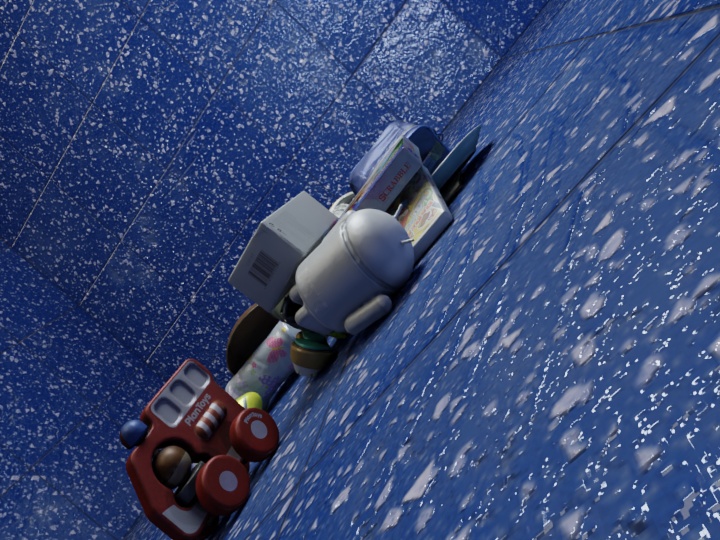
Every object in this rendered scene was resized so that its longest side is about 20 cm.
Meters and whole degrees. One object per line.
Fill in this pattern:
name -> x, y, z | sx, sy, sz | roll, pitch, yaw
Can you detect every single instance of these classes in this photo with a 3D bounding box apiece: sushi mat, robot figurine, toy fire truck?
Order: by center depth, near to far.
toy fire truck -> -0.210, 0.224, 0.761 | 0.112, 0.167, 0.201 | -46, 6, 34
robot figurine -> -0.008, 0.001, 0.798 | 0.199, 0.112, 0.172 | -42, 50, 23
sushi mat -> 0.102, -0.077, 1.015 | 0.201, 0.012, 0.096 | -50, 5, 20

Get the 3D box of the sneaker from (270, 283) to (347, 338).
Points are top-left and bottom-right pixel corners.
sneaker -> -0.095, 0.056, 0.948 | 0.197, 0.080, 0.076 | 5, 85, 49

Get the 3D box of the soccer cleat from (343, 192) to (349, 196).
soccer cleat -> 0.048, -0.148, 1.291 | 0.195, 0.086, 0.065 | -8, 18, 29

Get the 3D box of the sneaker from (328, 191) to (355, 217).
sneaker -> -0.036, -0.088, 1.197 | 0.200, 0.077, 0.087 | -43, 25, -29

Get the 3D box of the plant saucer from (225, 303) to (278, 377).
plant saucer -> -0.190, 0.127, 1.217 | 0.198, 0.036, 0.204 | -30, -41, -29

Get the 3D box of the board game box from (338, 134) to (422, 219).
board game box -> 0.022, -0.121, 0.993 | 0.201, 0.041, 0.200 | -51, 8, 15

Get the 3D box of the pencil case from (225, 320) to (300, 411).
pencil case -> -0.170, 0.185, 1.157 | 0.201, 0.091, 0.083 | -50, -12, 12

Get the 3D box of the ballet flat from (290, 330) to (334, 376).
ballet flat -> -0.076, 0.133, 0.940 | 0.200, 0.067, 0.065 | -119, 41, -88

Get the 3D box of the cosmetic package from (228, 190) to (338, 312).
cosmetic package -> -0.111, -0.035, 0.925 | 0.114, 0.080, 0.200 | -55, 0, 25

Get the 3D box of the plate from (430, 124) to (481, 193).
plate -> 0.144, -0.160, 1.032 | 0.201, 0.025, 0.200 | -49, -3, -4

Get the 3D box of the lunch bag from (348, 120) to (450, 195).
lunch bag -> 0.089, -0.187, 1.165 | 0.202, 0.135, 0.132 | -51, 30, 0

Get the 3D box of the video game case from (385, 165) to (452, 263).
video game case -> 0.048, -0.047, 0.908 | 0.201, 0.023, 0.183 | -50, 23, 20

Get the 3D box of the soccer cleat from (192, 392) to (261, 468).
soccer cleat -> -0.216, 0.287, 1.031 | 0.082, 0.066, 0.201 | -13, 25, 37
